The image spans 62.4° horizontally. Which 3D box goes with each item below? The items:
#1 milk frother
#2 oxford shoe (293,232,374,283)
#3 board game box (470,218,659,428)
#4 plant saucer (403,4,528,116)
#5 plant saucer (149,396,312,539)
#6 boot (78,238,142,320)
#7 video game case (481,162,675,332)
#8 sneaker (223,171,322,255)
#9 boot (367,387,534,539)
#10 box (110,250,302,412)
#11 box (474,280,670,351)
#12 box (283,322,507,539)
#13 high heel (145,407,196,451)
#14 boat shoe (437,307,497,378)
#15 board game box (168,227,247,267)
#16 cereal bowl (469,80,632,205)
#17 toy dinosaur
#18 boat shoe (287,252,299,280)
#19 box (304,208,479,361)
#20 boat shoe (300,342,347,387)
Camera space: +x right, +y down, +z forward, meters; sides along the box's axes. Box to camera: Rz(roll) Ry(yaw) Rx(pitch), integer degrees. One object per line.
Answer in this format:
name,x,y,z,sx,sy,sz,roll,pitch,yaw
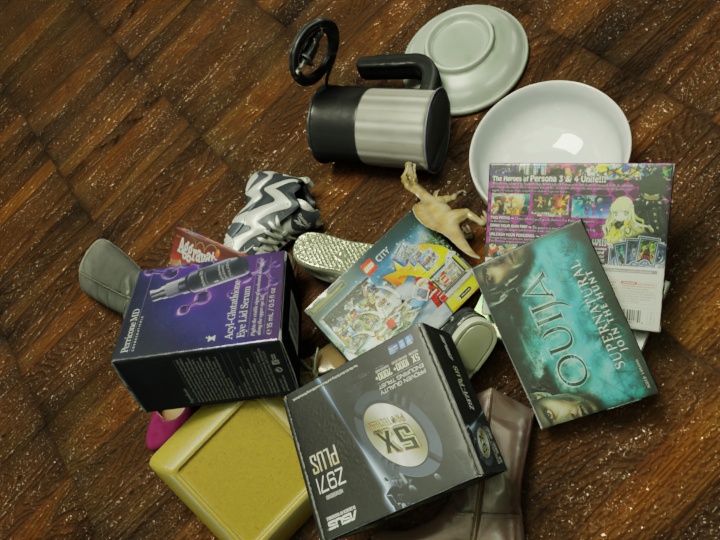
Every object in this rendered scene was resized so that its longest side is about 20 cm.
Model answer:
milk frother,0.015,-0.240,0.828,0.186,0.199,0.183,9,92,23
oxford shoe,0.000,0.000,0.835,0.197,0.058,0.076,19,71,11
board game box,0.225,0.062,0.667,0.134,0.028,0.202,-25,86,24
plant saucer,0.153,-0.335,0.907,0.197,0.050,0.203,-7,68,18
plant saucer,-0.133,0.244,0.739,0.200,0.048,0.200,-45,90,-4
boot,-0.389,0.057,0.950,0.198,0.072,0.184,18,83,27
video game case,0.243,-0.031,0.684,0.197,0.036,0.184,4,97,23
sneaker,-0.121,-0.059,0.886,0.128,0.080,0.201,0,60,30
boot,0.106,0.238,0.696,0.183,0.064,0.203,3,72,12
box,-0.176,0.073,0.725,0.197,0.105,0.149,-8,44,2
box,0.250,0.045,0.730,0.198,0.036,0.146,23,80,28
box,0.031,0.179,0.655,0.199,0.086,0.166,-30,64,21
high heel,-0.266,0.160,0.847,0.067,0.096,0.202,22,79,26
boat shoe,0.089,0.127,0.741,0.201,0.074,0.066,-59,21,18
board game box,-0.232,0.006,0.884,0.199,0.019,0.104,19,99,45
cereal bowl,0.246,-0.139,0.776,0.197,0.083,0.203,-8,68,19
toy dinosaur,0.117,-0.062,0.777,0.201,0.100,0.059,58,136,37
boat shoe,-0.139,0.072,0.852,0.072,0.068,0.202,23,81,45
box,0.045,0.037,0.775,0.200,0.038,0.137,-43,78,-8
boat shoe,-0.083,0.171,0.792,0.073,0.063,0.200,40,88,29
